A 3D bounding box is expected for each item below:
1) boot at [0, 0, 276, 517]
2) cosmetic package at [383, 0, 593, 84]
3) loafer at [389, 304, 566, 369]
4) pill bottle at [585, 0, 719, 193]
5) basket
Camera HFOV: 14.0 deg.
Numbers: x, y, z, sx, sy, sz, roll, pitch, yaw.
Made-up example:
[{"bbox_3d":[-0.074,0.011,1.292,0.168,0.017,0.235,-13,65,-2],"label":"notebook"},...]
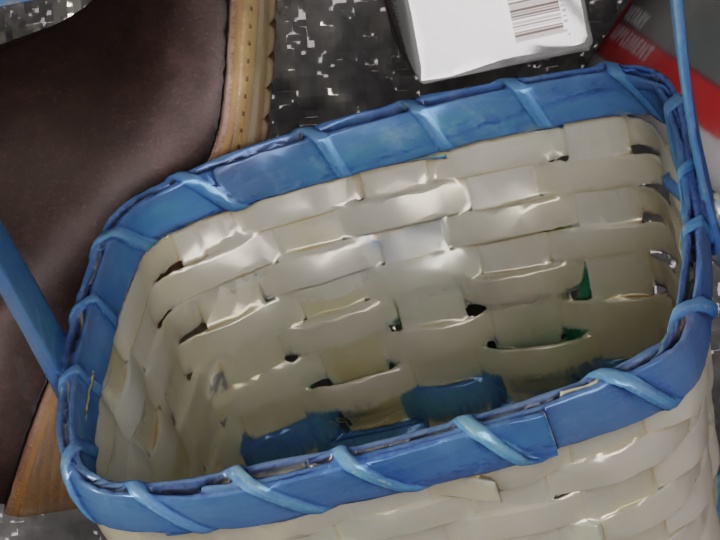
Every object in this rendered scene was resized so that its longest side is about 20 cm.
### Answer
[{"bbox_3d":[-0.108,-0.035,0.782,0.165,0.072,0.201,7,98,-3],"label":"boot"},{"bbox_3d":[0.014,-0.154,0.766,0.050,0.083,0.201,-12,99,1],"label":"cosmetic package"},{"bbox_3d":[0.026,0.102,0.813,0.075,0.070,0.201,11,99,-5],"label":"loafer"},{"bbox_3d":[0.157,-0.098,0.767,0.114,0.114,0.200,33,95,-8],"label":"pill bottle"},{"bbox_3d":[0.000,0.000,0.687,0.175,0.139,0.201,-11,130,8],"label":"basket"}]
